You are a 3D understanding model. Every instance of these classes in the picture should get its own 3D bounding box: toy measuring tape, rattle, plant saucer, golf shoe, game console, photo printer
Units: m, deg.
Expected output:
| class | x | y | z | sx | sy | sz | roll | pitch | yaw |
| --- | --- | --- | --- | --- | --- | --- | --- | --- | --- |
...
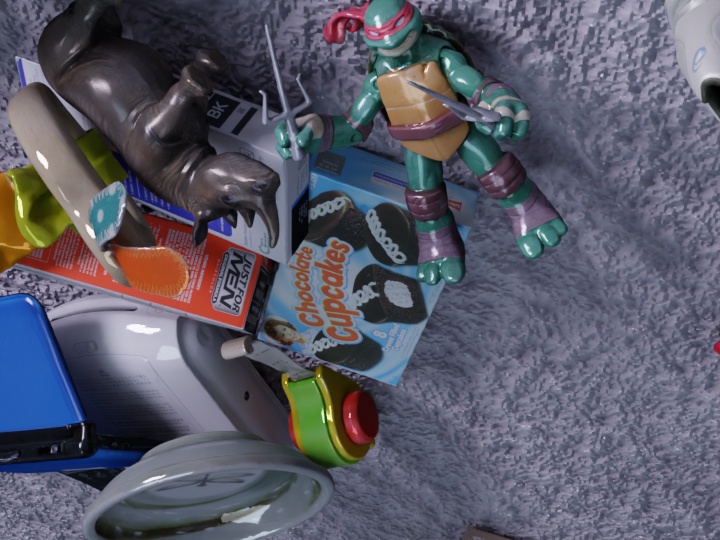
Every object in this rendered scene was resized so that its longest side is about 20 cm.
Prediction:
| class | x | y | z | sx | sy | sz | roll | pitch | yaw |
| --- | --- | --- | --- | --- | --- | --- | --- | --- | --- |
| toy measuring tape | -0.040 | 0.110 | 0.970 | 0.073 | 0.075 | 0.199 | -10 | 156 | 29 |
| rattle | -0.187 | -0.016 | 0.726 | 0.141 | 0.201 | 0.131 | -22 | 133 | -11 |
| plant saucer | -0.120 | 0.168 | 0.984 | 0.197 | 0.051 | 0.201 | -10 | 153 | -5 |
| golf shoe | 0.234 | -0.072 | 0.671 | 0.199 | 0.098 | 0.078 | 33 | 137 | -22 |
| game console | -0.267 | 0.098 | 1.014 | 0.198 | 0.120 | 0.170 | -9 | 166 | 33 |
| photo printer | -0.166 | 0.095 | 1.038 | 0.164 | 0.070 | 0.201 | -6 | 136 | 28 |

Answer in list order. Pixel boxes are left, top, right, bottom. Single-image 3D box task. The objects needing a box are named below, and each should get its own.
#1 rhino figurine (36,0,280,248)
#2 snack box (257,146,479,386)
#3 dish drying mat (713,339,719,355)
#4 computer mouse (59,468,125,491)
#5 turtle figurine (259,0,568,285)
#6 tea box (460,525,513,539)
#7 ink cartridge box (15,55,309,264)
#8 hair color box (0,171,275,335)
| class | x | y | z | sx | sy | sz | roll | pitch | yaw |
| --- | --- | --- | --- | --- | --- | --- | --- | --- | --- |
| rhino figurine | -0.113 | -0.089 | 0.733 | 0.200 | 0.060 | 0.087 | 48 | 120 | 7 |
| snack box | 0.000 | 0.000 | 0.890 | 0.115 | 0.037 | 0.201 | 19 | 142 | -1 |
| dish drying mat | 0.319 | 0.017 | 0.810 | 0.076 | 0.018 | 0.200 | 27 | 141 | -11 |
| computer mouse | -0.231 | 0.176 | 1.182 | 0.137 | 0.053 | 0.200 | -11 | 145 | 33 |
| turtle figurine | 0.038 | -0.085 | 0.723 | 0.148 | 0.101 | 0.201 | -5 | 134 | 34 |
| tea box | 0.124 | 0.384 | 1.179 | 0.132 | 0.199 | 0.201 | 15 | 143 | 3 |
| ink cartridge box | -0.126 | -0.081 | 0.817 | 0.198 | 0.039 | 0.100 | 22 | 142 | 14 |
| hair color box | -0.164 | -0.010 | 0.887 | 0.197 | 0.062 | 0.102 | 16 | 175 | 1 |
